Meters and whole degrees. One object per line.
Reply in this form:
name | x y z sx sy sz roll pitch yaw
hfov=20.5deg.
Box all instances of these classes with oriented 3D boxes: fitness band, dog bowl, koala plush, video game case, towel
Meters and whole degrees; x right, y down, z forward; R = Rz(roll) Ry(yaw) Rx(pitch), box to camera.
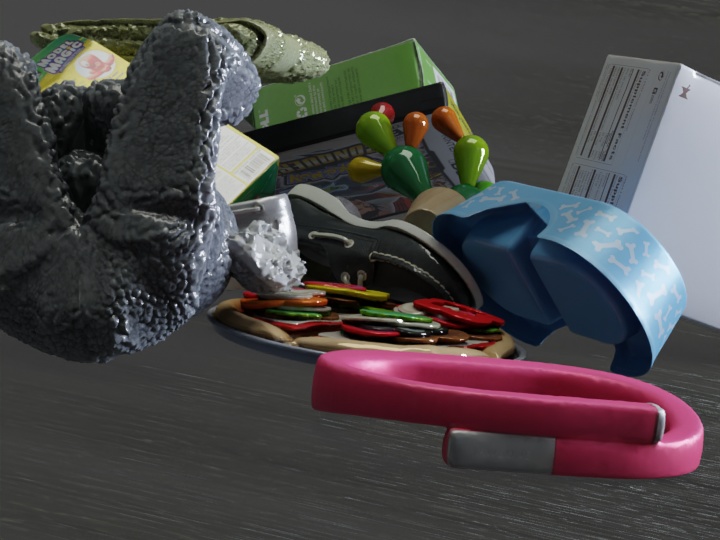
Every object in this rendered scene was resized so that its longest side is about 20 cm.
fitness band | 0.074 0.067 0.988 0.199 0.038 0.144 6 7 -16
dog bowl | 0.127 0.000 1.257 0.050 0.112 0.200 -42 29 -19
koala plush | -0.129 -0.022 1.131 0.176 0.185 0.200 -6 -15 11
video game case | -0.005 -0.082 1.597 0.199 0.026 0.181 -14 -21 12
towel | -0.135 -0.164 1.510 0.199 0.037 0.148 1 -2 21

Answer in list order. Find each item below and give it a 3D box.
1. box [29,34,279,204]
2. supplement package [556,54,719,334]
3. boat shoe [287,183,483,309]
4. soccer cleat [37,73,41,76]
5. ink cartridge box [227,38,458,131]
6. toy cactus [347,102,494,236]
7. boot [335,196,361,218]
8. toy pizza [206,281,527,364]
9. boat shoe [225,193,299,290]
box | -0.171 -0.084 1.406 0.199 0.049 0.117 34 55 16
supplement package | 0.249 -0.039 1.372 0.199 0.157 0.111 19 2 -21
boat shoe | 0.000 0.000 1.358 0.060 0.076 0.199 -41 36 -23
soccer cleat | -0.282 -0.100 1.481 0.199 0.070 0.086 -30 -1 -18
ink cartridge box | -0.026 -0.116 1.622 0.199 0.060 0.104 -16 -22 16
toy cactus | 0.059 -0.039 1.429 0.200 0.102 0.165 52 21 3
boot | -0.091 -0.026 1.502 0.075 0.074 0.199 -12 -12 43
toy pizza | 0.005 0.031 1.222 0.199 0.032 0.200 7 7 -1
boat shoe | -0.136 -0.022 1.288 0.199 0.069 0.072 0 5 22
